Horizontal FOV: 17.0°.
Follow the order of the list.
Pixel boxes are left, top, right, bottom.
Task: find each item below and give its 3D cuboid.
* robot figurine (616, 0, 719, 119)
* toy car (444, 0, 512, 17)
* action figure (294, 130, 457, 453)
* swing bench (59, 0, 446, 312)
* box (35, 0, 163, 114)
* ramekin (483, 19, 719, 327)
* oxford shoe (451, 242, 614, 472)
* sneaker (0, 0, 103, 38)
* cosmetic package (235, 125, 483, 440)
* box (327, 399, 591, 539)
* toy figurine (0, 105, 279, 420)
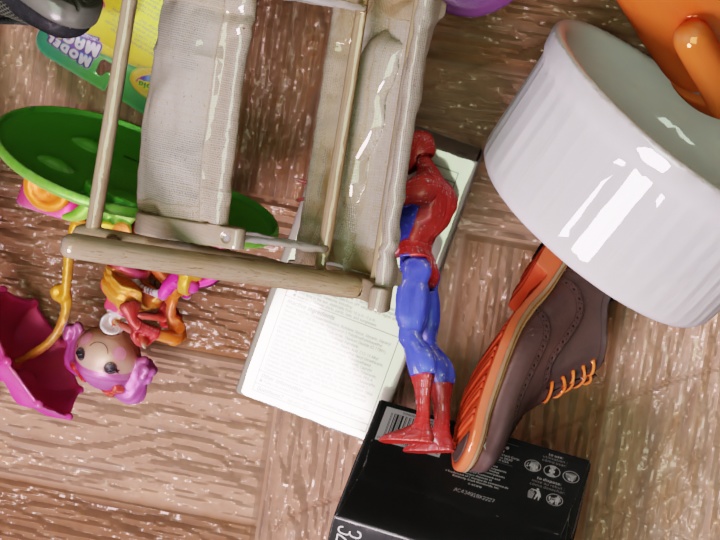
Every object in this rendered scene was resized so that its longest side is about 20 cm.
[{"bbox_3d":[0.221,-0.174,1.477,0.116,0.144,0.200,-39,127,1],"label":"robot figurine"},{"bbox_3d":[0.061,-0.233,1.479,0.174,0.200,0.151,-5,103,-7],"label":"toy car"},{"bbox_3d":[0.012,0.010,1.503,0.099,0.065,0.201,-1,77,20],"label":"action figure"},{"bbox_3d":[-0.062,-0.092,1.425,0.199,0.130,0.200,10,94,-4],"label":"swing bench"},{"bbox_3d":[-0.120,-0.205,1.582,0.117,0.048,0.200,31,99,2],"label":"box"},{"bbox_3d":[0.172,-0.056,1.492,0.200,0.200,0.098,38,110,1],"label":"ramekin"},{"bbox_3d":[0.118,0.055,1.528,0.072,0.071,0.200,30,58,-1],"label":"oxford shoe"},{"bbox_3d":[-0.247,-0.174,1.566,0.199,0.076,0.115,31,112,31],"label":"sneaker"},{"bbox_3d":[0.000,0.000,1.582,0.103,0.073,0.201,21,101,3],"label":"cosmetic package"},{"bbox_3d":[0.049,0.211,1.547,0.148,0.124,0.201,16,127,6],"label":"box"},{"bbox_3d":[-0.170,0.016,1.584,0.199,0.150,0.185,24,113,11],"label":"toy figurine"}]
